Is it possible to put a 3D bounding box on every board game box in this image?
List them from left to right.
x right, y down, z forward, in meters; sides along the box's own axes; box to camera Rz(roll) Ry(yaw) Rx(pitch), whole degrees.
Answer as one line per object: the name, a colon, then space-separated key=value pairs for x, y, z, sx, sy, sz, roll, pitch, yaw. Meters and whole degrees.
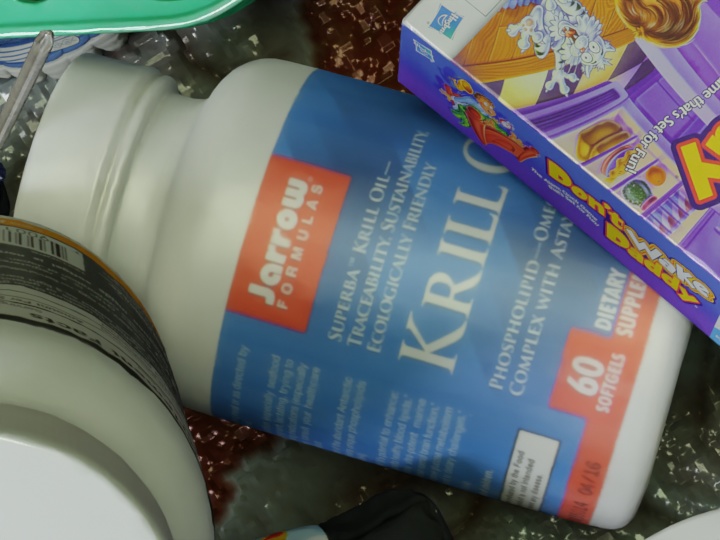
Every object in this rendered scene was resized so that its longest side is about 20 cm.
board game box: x=0.126 y=-0.089 z=0.725 sx=0.134 sy=0.045 sz=0.200 roll=40 pitch=76 yaw=11

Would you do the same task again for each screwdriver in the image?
screwdriver: x=-0.105 y=-0.032 z=0.749 sx=0.029 sy=0.200 sz=0.028 roll=43 pitch=67 yaw=-7

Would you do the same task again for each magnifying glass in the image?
magnifying glass: x=-0.101 y=-0.085 z=0.753 sx=0.200 sy=0.022 sz=0.080 roll=-28 pitch=92 yaw=20

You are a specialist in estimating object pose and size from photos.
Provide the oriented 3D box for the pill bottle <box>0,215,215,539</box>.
pill bottle: x=-0.098 y=0.058 z=0.647 sx=0.116 sy=0.200 sz=0.117 roll=-2 pitch=103 yaw=-8

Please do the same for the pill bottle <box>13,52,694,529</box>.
pill bottle: x=0.000 y=0.000 z=0.778 sx=0.200 sy=0.112 sz=0.112 roll=15 pitch=79 yaw=5

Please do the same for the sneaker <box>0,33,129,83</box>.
sneaker: x=-0.060 y=-0.121 z=0.787 sx=0.200 sy=0.089 sz=0.079 roll=-26 pitch=69 yaw=18

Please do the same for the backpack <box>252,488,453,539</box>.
backpack: x=-0.061 y=0.167 z=0.741 sx=0.200 sy=0.154 sz=0.164 roll=-17 pitch=85 yaw=-19

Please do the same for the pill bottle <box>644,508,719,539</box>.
pill bottle: x=0.123 y=0.158 z=0.667 sx=0.114 sy=0.200 sz=0.114 roll=-13 pitch=45 yaw=14
